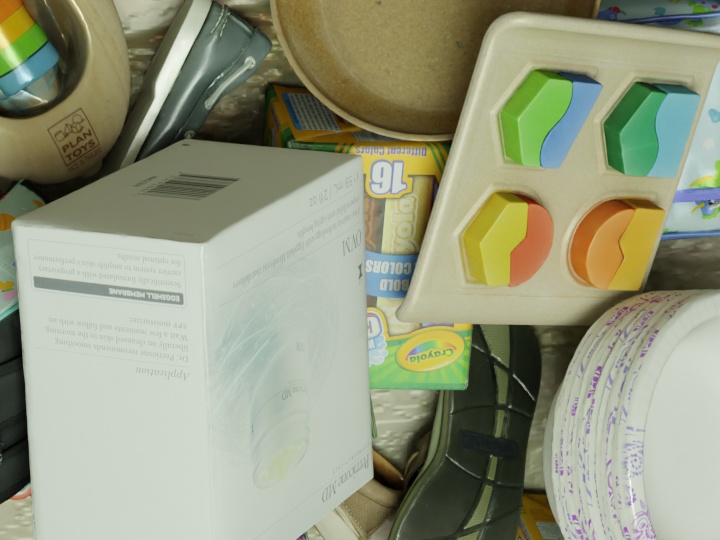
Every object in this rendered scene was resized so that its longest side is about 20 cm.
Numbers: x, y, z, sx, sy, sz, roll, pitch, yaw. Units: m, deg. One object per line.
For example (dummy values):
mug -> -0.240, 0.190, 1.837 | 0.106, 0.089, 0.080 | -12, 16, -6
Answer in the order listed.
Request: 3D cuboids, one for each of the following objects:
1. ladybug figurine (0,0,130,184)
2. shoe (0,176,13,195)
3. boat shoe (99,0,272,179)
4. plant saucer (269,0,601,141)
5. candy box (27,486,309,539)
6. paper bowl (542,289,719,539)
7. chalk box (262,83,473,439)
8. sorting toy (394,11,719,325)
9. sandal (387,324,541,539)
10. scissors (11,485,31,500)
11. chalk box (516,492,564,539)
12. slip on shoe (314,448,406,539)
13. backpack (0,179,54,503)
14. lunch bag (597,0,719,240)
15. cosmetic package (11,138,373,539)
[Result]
ladybug figurine -> -0.214, -0.138, 1.596 | 0.136, 0.072, 0.200 | -34, 106, -17
shoe -> -0.282, -0.019, 1.618 | 0.200, 0.053, 0.070 | -30, 154, -19
boat shoe -> -0.117, -0.067, 1.650 | 0.062, 0.073, 0.201 | 23, 100, -13
plant saucer -> 0.047, -0.169, 1.616 | 0.199, 0.035, 0.201 | -2, 77, 10
candy box -> -0.139, 0.116, 1.720 | 0.136, 0.061, 0.200 | -29, 113, 3
paper bowl -> 0.188, 0.112, 1.649 | 0.200, 0.104, 0.202 | 1, 88, -43
chalk box -> 0.000, 0.000, 1.667 | 0.123, 0.125, 0.201 | 2, 109, -11
sorting toy -> 0.123, -0.051, 1.591 | 0.185, 0.036, 0.201 | 2, 117, -40
sandal -> 0.065, 0.125, 1.744 | 0.080, 0.057, 0.202 | 23, 76, -18
scissors -> -0.152, 0.064, 1.657 | 0.073, 0.014, 0.200 | 28, 106, -15
chalk box -> 0.147, 0.262, 1.781 | 0.124, 0.124, 0.201 | 5, 109, -12
slip on shoe -> -0.034, 0.100, 1.708 | 0.060, 0.076, 0.200 | -29, 127, 8
backpack -> -0.232, 0.054, 1.540 | 0.153, 0.200, 0.176 | 24, 124, 9
lunch bag -> 0.165, -0.093, 1.685 | 0.199, 0.083, 0.161 | -3, 113, -8
cosmetic package -> -0.087, 0.049, 1.513 | 0.122, 0.199, 0.201 | 7, 109, 24
